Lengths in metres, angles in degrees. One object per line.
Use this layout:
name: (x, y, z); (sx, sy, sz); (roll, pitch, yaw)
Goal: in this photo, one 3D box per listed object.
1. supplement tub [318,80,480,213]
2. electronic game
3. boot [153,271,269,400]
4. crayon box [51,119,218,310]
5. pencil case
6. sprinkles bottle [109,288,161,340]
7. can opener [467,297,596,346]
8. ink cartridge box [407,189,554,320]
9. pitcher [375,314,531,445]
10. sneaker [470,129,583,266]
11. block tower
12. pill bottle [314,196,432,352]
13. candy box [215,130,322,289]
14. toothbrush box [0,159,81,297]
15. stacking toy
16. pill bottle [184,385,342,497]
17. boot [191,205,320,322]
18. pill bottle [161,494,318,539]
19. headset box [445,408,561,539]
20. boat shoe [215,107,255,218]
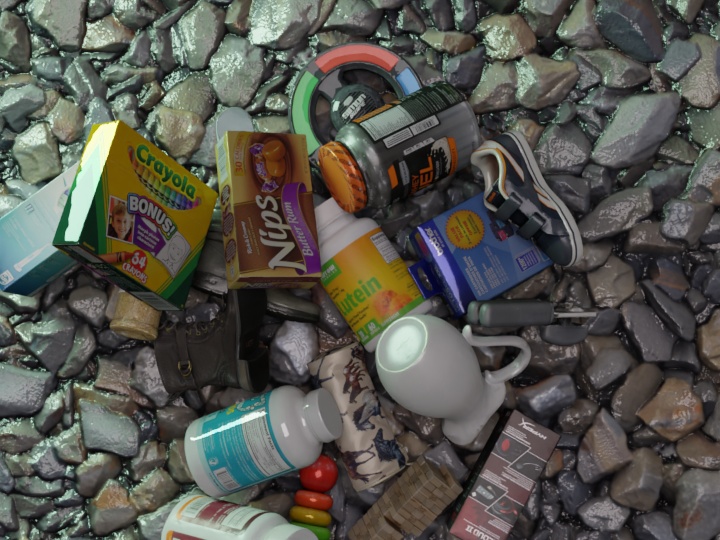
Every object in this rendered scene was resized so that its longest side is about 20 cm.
supplement tub: (0.051, -0.161, 1.703); (0.199, 0.123, 0.123); (-27, 85, -17)
electronic game: (-0.003, -0.222, 1.794); (0.197, 0.042, 0.203); (0, 85, 2)
boot: (-0.213, 0.080, 1.727); (0.172, 0.069, 0.203); (1, 97, 30)
crayon box: (-0.285, -0.067, 1.652); (0.058, 0.200, 0.174); (-1, 65, 37)
pencil case: (-0.002, 0.192, 1.740); (0.089, 0.078, 0.202); (-20, 84, -22)
sprinkles bottle: (-0.288, -0.009, 1.751); (0.067, 0.068, 0.202); (10, 74, 2)
can opener: (0.233, 0.072, 1.715); (0.198, 0.053, 0.068); (-1, 96, -32)
ink cartridge box: (0.158, -0.025, 1.741); (0.199, 0.076, 0.137); (-29, 85, -10)
pitcher: (0.124, 0.123, 1.674); (0.172, 0.200, 0.121); (-45, 43, 5)
sneaker: (0.212, -0.084, 1.678); (0.079, 0.079, 0.201); (-22, 73, -26)
block tower: (0.045, 0.337, 1.713); (0.200, 0.054, 0.058); (-46, 118, 7)
pill bottle: (0.000, 0.000, 1.740); (0.111, 0.111, 0.201); (-35, 85, -2)
candy box: (-0.122, -0.078, 1.673); (0.115, 0.056, 0.202); (1, 71, -24)
toothbrush box: (-0.410, -0.057, 1.738); (0.199, 0.146, 0.086); (-35, 86, -1)
stacking toy: (-0.073, 0.349, 1.732); (0.084, 0.085, 0.203); (9, 80, 2)
pill bottle: (-0.126, 0.221, 1.699); (0.198, 0.111, 0.112); (-22, 84, 18)
boot: (-0.134, -0.012, 1.770); (0.198, 0.068, 0.132); (19, 81, 3)
pill bottle: (-0.154, 0.365, 1.667); (0.198, 0.114, 0.116); (6, 84, 38)
headset box: (0.181, 0.287, 1.691); (0.074, 0.149, 0.201); (28, 87, 5)
boat shoe: (-0.159, -0.117, 1.761); (0.070, 0.091, 0.203); (-6, 80, -4)
